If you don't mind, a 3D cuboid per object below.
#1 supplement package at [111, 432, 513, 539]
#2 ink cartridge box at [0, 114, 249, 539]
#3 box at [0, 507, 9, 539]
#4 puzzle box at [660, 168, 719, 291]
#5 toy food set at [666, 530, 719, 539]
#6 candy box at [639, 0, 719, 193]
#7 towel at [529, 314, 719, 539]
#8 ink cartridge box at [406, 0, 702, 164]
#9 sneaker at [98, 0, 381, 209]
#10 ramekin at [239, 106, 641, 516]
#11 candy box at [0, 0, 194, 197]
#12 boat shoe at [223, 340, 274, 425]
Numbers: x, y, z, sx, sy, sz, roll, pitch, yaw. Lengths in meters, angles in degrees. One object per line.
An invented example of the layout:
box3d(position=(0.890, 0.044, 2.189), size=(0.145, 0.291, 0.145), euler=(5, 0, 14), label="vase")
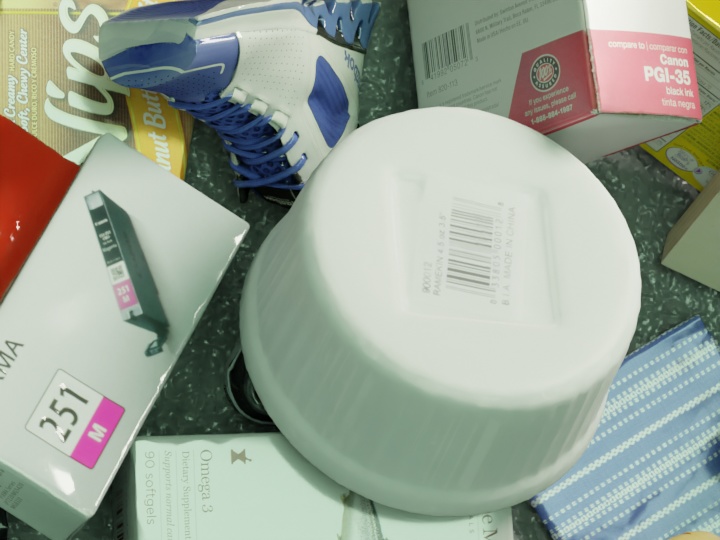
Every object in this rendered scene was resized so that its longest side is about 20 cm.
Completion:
box3d(position=(-0.027, 0.146, 1.347), size=(0.199, 0.117, 0.118), euler=(-2, 80, -11), label="supplement package")
box3d(position=(-0.172, 0.009, 1.280), size=(0.173, 0.044, 0.200), euler=(33, 54, -9), label="ink cartridge box")
box3d(position=(-0.291, 0.090, 1.315), size=(0.199, 0.079, 0.142), euler=(-10, 78, -12), label="box")
box3d(position=(0.284, -0.007, 1.419), size=(0.199, 0.133, 0.026), euler=(25, 50, -8), label="puzzle box")
box3d(position=(0.111, 0.224, 1.338), size=(0.197, 0.200, 0.049), euler=(-21, 59, -24), label="toy food set")
box3d(position=(0.222, -0.073, 1.414), size=(0.200, 0.102, 0.026), euler=(36, 45, -15), label="candy box")
box3d(position=(0.186, 0.144, 1.440), size=(0.144, 0.024, 0.201), euler=(-32, 88, -10), label="towel")
box3d(position=(0.097, -0.161, 1.375), size=(0.082, 0.146, 0.201), euler=(1, 78, -37), label="ink cartridge box")
box3d(position=(-0.050, -0.087, 1.354), size=(0.080, 0.199, 0.116), euler=(1, 96, 32), label="sneaker")
box3d(position=(0.046, 0.014, 1.293), size=(0.199, 0.098, 0.201), euler=(8, 57, -13), label="ramekin")
box3d(position=(-0.142, -0.128, 1.388), size=(0.115, 0.055, 0.201), euler=(10, 83, -9), label="candy box")
box3d(position=(-0.002, -0.002, 1.393), size=(0.074, 0.068, 0.199), euler=(44, 78, -4), label="boat shoe")
